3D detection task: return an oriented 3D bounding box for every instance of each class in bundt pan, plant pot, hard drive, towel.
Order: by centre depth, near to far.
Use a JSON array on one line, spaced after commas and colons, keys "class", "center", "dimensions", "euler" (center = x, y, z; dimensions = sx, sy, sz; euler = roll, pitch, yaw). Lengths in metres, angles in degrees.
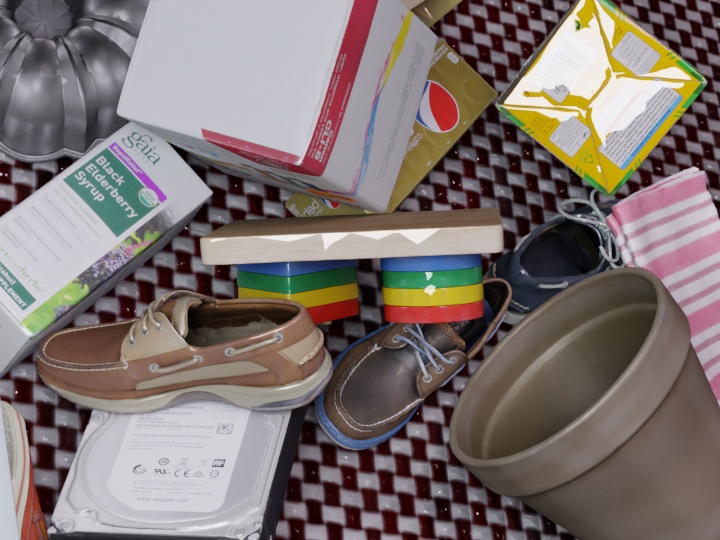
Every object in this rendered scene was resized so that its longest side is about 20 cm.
[{"class": "hard drive", "center": [-0.113, 0.115, 1.315], "dimensions": [0.139, 0.038, 0.200], "euler": [1, 36, 11]}, {"class": "bundt pan", "center": [-0.228, -0.183, 1.440], "dimensions": [0.201, 0.076, 0.203], "euler": [4, 71, -11]}, {"class": "plant pot", "center": [0.194, 0.127, 1.496], "dimensions": [0.174, 0.200, 0.200], "euler": [48, 47, -20]}, {"class": "towel", "center": [0.283, 0.020, 1.661], "dimensions": [0.146, 0.030, 0.201], "euler": [-24, 88, -51]}]

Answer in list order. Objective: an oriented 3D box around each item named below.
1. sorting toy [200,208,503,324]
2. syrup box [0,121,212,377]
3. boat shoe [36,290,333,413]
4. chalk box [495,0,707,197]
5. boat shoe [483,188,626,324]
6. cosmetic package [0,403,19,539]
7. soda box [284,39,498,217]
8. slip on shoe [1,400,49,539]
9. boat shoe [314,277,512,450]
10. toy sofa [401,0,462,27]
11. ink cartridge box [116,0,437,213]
[{"class": "sorting toy", "center": [0.000, 0.000, 1.405], "dimensions": [0.199, 0.199, 0.070], "euler": [-2, 95, 3]}, {"class": "syrup box", "center": [-0.201, -0.018, 1.390], "dimensions": [0.079, 0.081, 0.200], "euler": [47, 50, 1]}, {"class": "boat shoe", "center": [-0.118, 0.045, 1.315], "dimensions": [0.199, 0.072, 0.076], "euler": [-2, 36, 10]}, {"class": "chalk box", "center": [0.203, -0.150, 1.666], "dimensions": [0.124, 0.125, 0.200], "euler": [39, 12, 3]}, {"class": "boat shoe", "center": [0.177, -0.019, 1.639], "dimensions": [0.200, 0.062, 0.075], "euler": [-21, 71, -40]}, {"class": "cosmetic package", "center": [-0.256, 0.170, 1.161], "dimensions": [0.052, 0.200, 0.151], "euler": [1, 62, -32]}, {"class": "soda box", "center": [0.027, -0.097, 1.592], "dimensions": [0.068, 0.064, 0.200], "euler": [43, 49, -2]}, {"class": "slip on shoe", "center": [-0.227, 0.176, 1.273], "dimensions": [0.061, 0.074, 0.201], "euler": [40, 30, -53]}, {"class": "boat shoe", "center": [0.042, 0.058, 1.500], "dimensions": [0.072, 0.072, 0.200], "euler": [47, 49, 1]}, {"class": "toy sofa", "center": [0.010, -0.223, 1.608], "dimensions": [0.098, 0.083, 0.200], "euler": [51, 31, -2]}, {"class": "ink cartridge box", "center": [-0.052, -0.138, 1.412], "dimensions": [0.145, 0.200, 0.145], "euler": [16, 87, 19]}]
